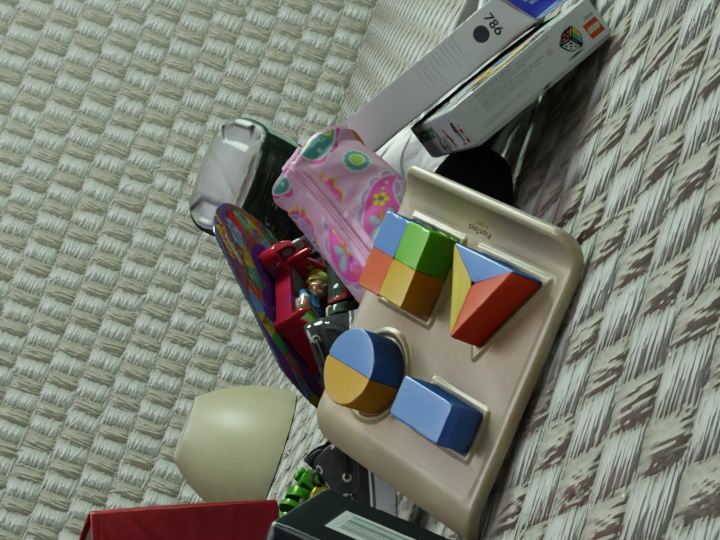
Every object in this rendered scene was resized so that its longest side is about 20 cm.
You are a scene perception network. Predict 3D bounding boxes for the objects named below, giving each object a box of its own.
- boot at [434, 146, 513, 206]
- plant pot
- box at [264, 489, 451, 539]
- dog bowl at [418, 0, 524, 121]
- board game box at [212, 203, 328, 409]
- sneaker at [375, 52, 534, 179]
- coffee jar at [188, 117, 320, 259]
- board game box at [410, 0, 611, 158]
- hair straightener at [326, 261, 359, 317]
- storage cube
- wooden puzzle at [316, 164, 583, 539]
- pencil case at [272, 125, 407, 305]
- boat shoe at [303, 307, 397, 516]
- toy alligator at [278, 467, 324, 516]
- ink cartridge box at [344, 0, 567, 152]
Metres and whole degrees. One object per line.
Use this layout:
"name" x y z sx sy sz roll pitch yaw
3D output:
"boot" 0.054 0.015 1.350 0.154 0.073 0.205 118 171 -67
"plant pot" -0.185 0.244 2.397 0.200 0.133 0.202 -160 90 -83
"box" -0.023 0.246 0.985 0.148 0.106 0.202 -3 -67 -80
"dog bowl" 0.105 -0.176 1.552 0.200 0.058 0.202 -160 90 -84
"board game box" -0.043 0.023 1.340 0.039 0.201 0.158 -32 -18 13
"sneaker" 0.069 -0.086 1.413 0.201 0.075 0.089 -52 31 14
"coffee jar" -0.047 -0.054 1.492 0.085 0.199 0.105 21 89 48
"board game box" 0.107 -0.138 1.272 0.126 0.035 0.200 -39 5 -5
"hair straightener" 0.000 0.000 1.368 0.041 0.077 0.201 -24 45 16
"storage cube" -0.170 0.321 1.616 0.200 0.178 0.173 126 139 -66
"wooden puzzle" 0.043 0.046 1.095 0.185 0.046 0.202 28 102 52
"pencil case" 0.019 -0.014 1.232 0.200 0.087 0.088 52 135 29
"boat shoe" -0.010 0.130 1.251 0.070 0.065 0.202 -89 -7 -86
"toy alligator" -0.050 0.221 1.669 0.059 0.054 0.201 121 167 -59
"ink cartridge box" 0.081 -0.169 1.315 0.199 0.039 0.099 -36 4 23
